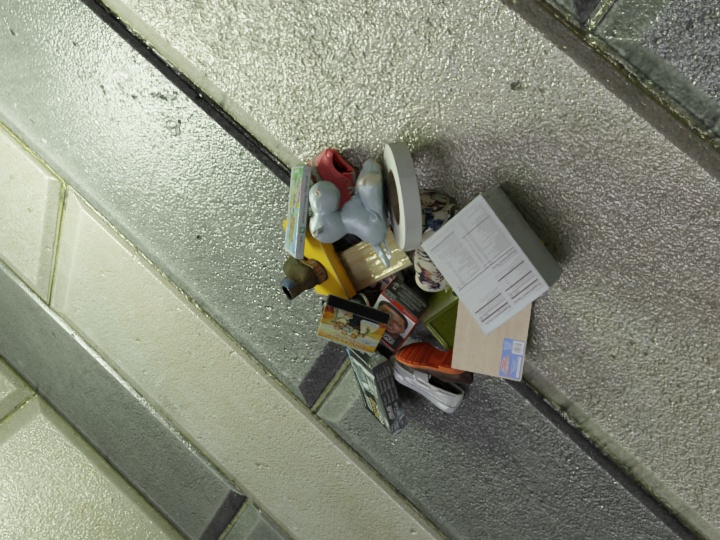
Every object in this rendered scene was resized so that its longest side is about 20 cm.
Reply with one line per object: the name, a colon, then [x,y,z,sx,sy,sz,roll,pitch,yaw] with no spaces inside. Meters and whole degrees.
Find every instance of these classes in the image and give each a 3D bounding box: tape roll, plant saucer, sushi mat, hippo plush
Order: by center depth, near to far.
tape roll: [0.081,-0.143,1.500,0.036,0.204,0.207,-10,124,-5]
hippo plush: [-0.024,-0.114,1.575,0.156,0.160,0.206,-6,103,6]
plant saucer: [0.228,0.125,1.671,0.201,0.048,0.199,48,138,-1]
sushi mat: [0.025,-0.022,1.698,0.198,0.012,0.097,-27,101,45]

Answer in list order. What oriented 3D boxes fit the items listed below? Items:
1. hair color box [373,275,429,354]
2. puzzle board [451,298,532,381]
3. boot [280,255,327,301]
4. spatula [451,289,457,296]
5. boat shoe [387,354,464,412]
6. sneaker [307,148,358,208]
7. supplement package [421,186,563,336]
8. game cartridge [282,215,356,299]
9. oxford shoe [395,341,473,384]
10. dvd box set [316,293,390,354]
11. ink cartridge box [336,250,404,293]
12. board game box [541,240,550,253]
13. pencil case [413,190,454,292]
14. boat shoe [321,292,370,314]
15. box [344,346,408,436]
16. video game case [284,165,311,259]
hair color box: [0.076,0.102,1.729,0.101,0.061,0.201,40,154,8]
puzzle board: [0.268,0.114,1.586,0.147,0.017,0.206,9,104,16]
boot: [-0.161,0.016,1.816,0.199,0.096,0.076,5,126,62]
spatula: [0.260,0.013,1.531,0.197,0.021,0.057,-25,104,32]
boat shoe: [0.154,0.248,1.816,0.197,0.074,0.066,31,124,8]
sneaker: [-0.030,-0.168,1.644,0.202,0.074,0.086,52,136,-6]
supplement package: [0.243,-0.021,1.421,0.150,0.151,0.202,-40,83,25]
game cartridge: [-0.098,-0.033,1.789,0.175,0.032,0.204,8,126,62]
oxford shoe: [0.161,0.212,1.714,0.197,0.071,0.073,10,138,44]
dvd box set: [-0.020,0.123,1.733,0.143,0.030,0.201,19,154,-2]
ink cartridge box: [0.000,0.000,1.770,0.197,0.039,0.101,-10,115,43]
board game box: [0.281,-0.028,1.530,0.196,0.030,0.098,17,130,32]
pencil case: [0.147,-0.055,1.580,0.089,0.077,0.204,29,137,42]
boat shoe: [-0.034,0.096,1.796,0.199,0.059,0.078,157,102,-67]
box: [0.038,0.277,1.887,0.157,0.049,0.204,35,147,59]
video game case: [-0.134,-0.127,1.649,0.200,0.021,0.187,-151,66,-76]
